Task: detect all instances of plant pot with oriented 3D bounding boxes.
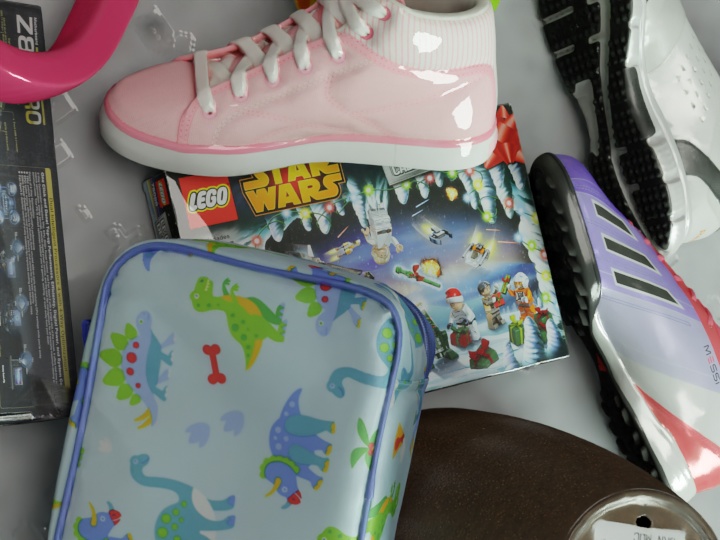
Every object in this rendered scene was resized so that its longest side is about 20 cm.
[{"bbox_3d":[0.086,0.153,1.146,0.185,0.200,0.189,3,82,-23],"label":"plant pot"}]

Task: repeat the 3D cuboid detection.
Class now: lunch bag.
[{"bbox_3d":[-0.059,0.088,1.111,0.159,0.082,0.202,11,92,13],"label":"lunch bag"}]

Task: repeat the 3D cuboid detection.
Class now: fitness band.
[{"bbox_3d":[-0.158,-0.169,1.122,0.144,0.037,0.201,50,40,-32],"label":"fitness band"}]

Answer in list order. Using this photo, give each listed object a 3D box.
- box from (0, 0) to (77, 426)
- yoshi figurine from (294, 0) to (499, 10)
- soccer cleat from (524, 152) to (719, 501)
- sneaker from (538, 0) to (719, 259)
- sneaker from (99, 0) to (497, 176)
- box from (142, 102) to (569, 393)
[{"bbox_3d":[-0.202,-0.027,1.085,0.161,0.049,0.202,-1,84,-54],"label":"box"},{"bbox_3d":[0.047,-0.195,1.243,0.199,0.112,0.113,-21,126,-13],"label":"yoshi figurine"},{"bbox_3d":[0.149,0.023,1.258,0.073,0.068,0.201,-25,98,-10],"label":"soccer cleat"},{"bbox_3d":[0.155,-0.109,1.288,0.080,0.073,0.202,-15,95,-35],"label":"sneaker"},{"bbox_3d":[-0.027,-0.106,1.161,0.198,0.076,0.105,0,127,-7],"label":"sneaker"},{"bbox_3d":[0.000,0.000,1.215,0.199,0.040,0.138,-13,88,-24],"label":"box"}]
